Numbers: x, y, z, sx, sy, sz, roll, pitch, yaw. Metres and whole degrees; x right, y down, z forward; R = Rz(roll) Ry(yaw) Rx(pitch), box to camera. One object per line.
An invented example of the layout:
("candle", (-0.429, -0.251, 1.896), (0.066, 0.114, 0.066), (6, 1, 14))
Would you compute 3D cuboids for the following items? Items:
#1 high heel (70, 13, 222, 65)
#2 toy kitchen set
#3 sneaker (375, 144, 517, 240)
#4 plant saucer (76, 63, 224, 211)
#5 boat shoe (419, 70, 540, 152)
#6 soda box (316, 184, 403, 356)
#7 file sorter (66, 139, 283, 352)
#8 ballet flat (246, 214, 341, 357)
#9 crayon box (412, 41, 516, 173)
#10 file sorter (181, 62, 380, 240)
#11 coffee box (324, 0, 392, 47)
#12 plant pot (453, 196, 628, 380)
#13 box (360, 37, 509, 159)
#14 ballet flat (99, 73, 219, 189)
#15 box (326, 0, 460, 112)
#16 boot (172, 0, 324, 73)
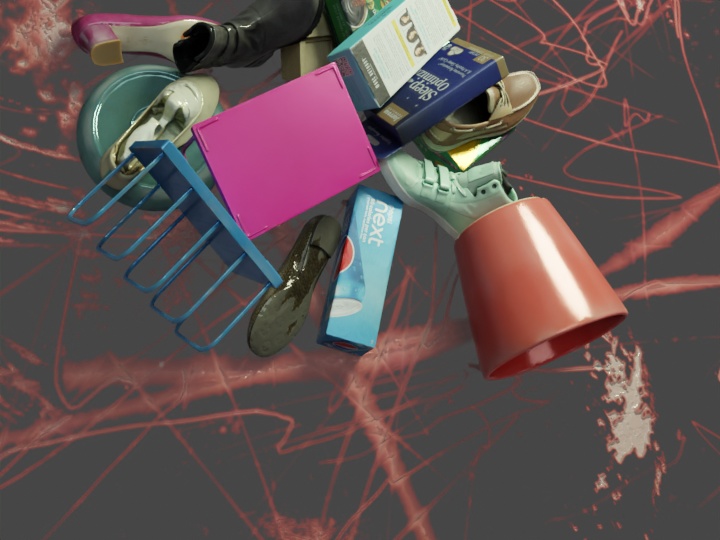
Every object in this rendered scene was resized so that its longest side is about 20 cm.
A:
("high heel", (-0.276, -0.314, 0.993), (0.196, 0.068, 0.096), (-21, 50, -26))
("toy kitchen set", (-0.087, -0.385, 1.056), (0.161, 0.177, 0.206), (-22, 120, -45))
("sneaker", (0.117, -0.126, 0.980), (0.198, 0.118, 0.075), (33, 37, -28))
("plant saucer", (-0.263, -0.178, 0.966), (0.194, 0.027, 0.206), (4, 74, -15))
("boat shoe", (0.170, -0.220, 1.011), (0.197, 0.072, 0.077), (-30, 85, -21))
("soda box", (0.000, 0.000, 0.971), (0.066, 0.064, 0.205), (16, 71, -11))
("file sorter", (-0.211, -0.027, 0.844), (0.123, 0.138, 0.201), (-46, 118, -16))
("ballet flat", (-0.088, 0.016, 0.957), (0.067, 0.046, 0.204), (38, 71, -36))
("crayon box", (0.112, -0.238, 1.070), (0.118, 0.058, 0.201), (-38, 88, -21))
("file sorter", (-0.105, -0.139, 0.934), (0.197, 0.125, 0.142), (-30, 100, -23))
("coffee box", (0.029, -0.375, 1.025), (0.201, 0.043, 0.125), (-49, 133, -32))
("plant pot", (0.216, 0.019, 0.971), (0.195, 0.201, 0.181), (-15, 69, -19))
("box", (0.079, -0.224, 0.969), (0.198, 0.121, 0.033), (-36, 126, -5))
("ballet flat", (-0.241, -0.180, 0.924), (0.069, 0.069, 0.202), (37, 69, -3))
("box", (0.048, -0.298, 0.981), (0.200, 0.048, 0.083), (-48, 120, -30))
("boot", (-0.140, -0.298, 0.929), (0.130, 0.198, 0.071), (-24, 86, -45))
